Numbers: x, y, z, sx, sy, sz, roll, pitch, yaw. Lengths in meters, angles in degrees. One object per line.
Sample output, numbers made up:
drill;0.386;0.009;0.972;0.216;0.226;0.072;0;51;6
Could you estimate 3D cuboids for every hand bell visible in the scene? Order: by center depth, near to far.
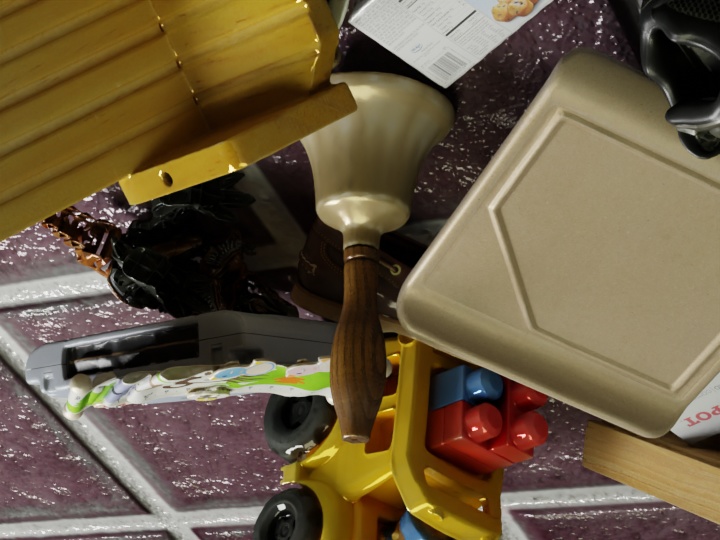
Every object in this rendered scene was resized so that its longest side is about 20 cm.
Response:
hand bell;0.000;0.000;1.030;0.103;0.202;0.104;2;160;1

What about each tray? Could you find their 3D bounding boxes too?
tray;0.230;0.129;1.152;0.098;0.037;0.200;5;-176;-19

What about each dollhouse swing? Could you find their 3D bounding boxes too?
dollhouse swing;-0.146;-0.123;0.894;0.181;0.175;0.201;-12;105;54

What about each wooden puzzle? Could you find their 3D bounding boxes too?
wooden puzzle;0.141;-0.012;0.972;0.184;0.037;0.201;23;127;-13

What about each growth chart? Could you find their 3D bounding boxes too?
growth chart;-0.085;0.070;1.093;0.198;0.018;0.145;-2;169;-6

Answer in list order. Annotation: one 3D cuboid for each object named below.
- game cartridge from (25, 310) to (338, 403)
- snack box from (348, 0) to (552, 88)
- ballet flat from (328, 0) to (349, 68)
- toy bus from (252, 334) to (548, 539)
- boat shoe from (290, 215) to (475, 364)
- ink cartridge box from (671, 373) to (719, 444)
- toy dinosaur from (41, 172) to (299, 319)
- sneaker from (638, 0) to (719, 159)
game cartridge;-0.104;0.058;1.167;0.199;0.042;0.133;-11;171;38
snack box;0.076;-0.168;0.947;0.072;0.024;0.200;33;141;-18
ballet flat;-0.035;-0.177;0.962;0.062;0.069;0.201;-6;148;-6
toy bus;0.039;0.139;1.204;0.191;0.202;0.135;-19;143;40
boat shoe;0.057;0.015;1.158;0.198;0.070;0.071;17;104;-10
ink cartridge box;0.187;0.002;1.071;0.199;0.088;0.145;35;140;-24
toy dinosaur;-0.134;-0.001;1.200;0.198;0.103;0.136;4;165;-18
sneaker;0.221;-0.085;0.889;0.198;0.115;0.076;30;152;-7
